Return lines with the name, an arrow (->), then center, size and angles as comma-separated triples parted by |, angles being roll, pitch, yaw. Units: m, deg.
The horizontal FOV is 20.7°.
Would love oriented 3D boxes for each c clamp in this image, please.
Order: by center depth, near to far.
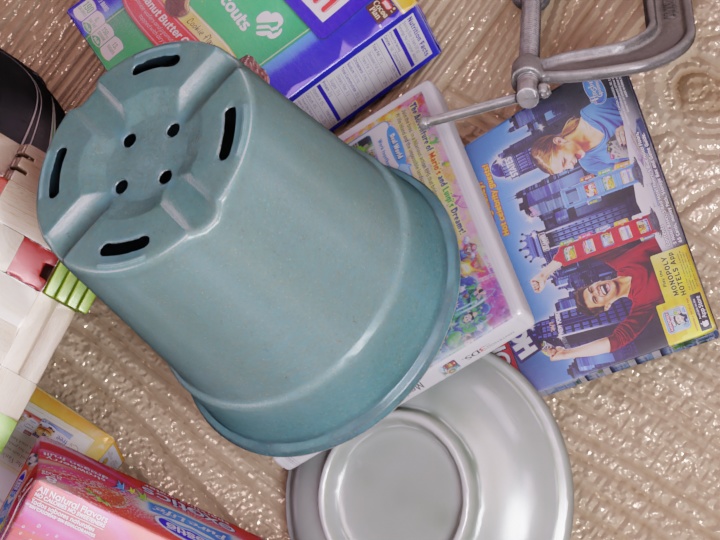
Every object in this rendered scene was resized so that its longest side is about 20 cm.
c clamp -> 0.133, -0.158, 1.275 | 0.170, 0.027, 0.200 | -7, 30, 17

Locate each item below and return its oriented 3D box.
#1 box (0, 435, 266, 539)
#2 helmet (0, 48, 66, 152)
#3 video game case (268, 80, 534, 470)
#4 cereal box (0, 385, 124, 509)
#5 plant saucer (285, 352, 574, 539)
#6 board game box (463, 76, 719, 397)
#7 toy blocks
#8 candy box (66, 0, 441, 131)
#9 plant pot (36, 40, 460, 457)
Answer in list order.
box -> -0.120, 0.188, 1.146 | 0.199, 0.100, 0.096 | 27, 96, -11
helmet -> -0.283, -0.051, 1.317 | 0.199, 0.200, 0.191 | -30, 54, 3
video game case -> 0.000, 0.000, 1.233 | 0.182, 0.024, 0.201 | -31, 50, 15
cereal box -> -0.264, 0.152, 1.226 | 0.144, 0.040, 0.200 | 31, 69, 21
plant saucer -> 0.031, 0.139, 1.199 | 0.199, 0.050, 0.201 | -4, 82, 29
board game box -> 0.106, -0.012, 1.263 | 0.199, 0.062, 0.201 | -19, 68, 10
toy blocks -> -0.237, -0.008, 1.198 | 0.136, 0.100, 0.201 | 30, 81, -21
candy box -> -0.073, -0.167, 1.363 | 0.200, 0.077, 0.169 | -36, 64, -1
plant pot -> -0.072, -0.022, 1.147 | 0.199, 0.196, 0.201 | -16, 55, 24
